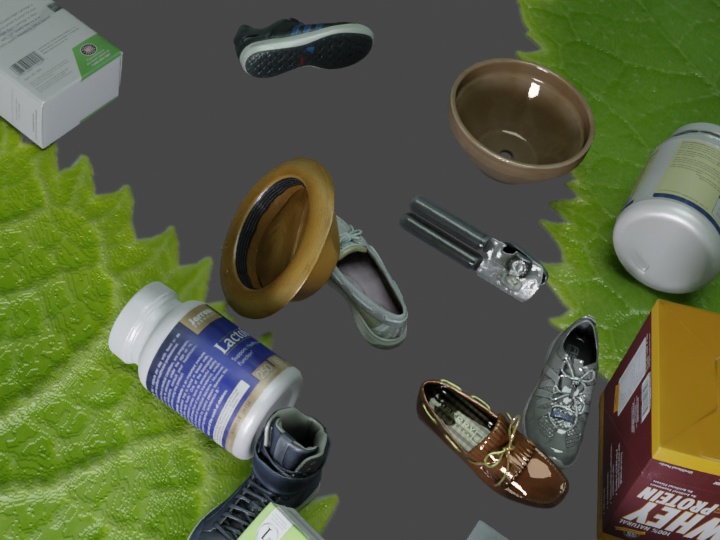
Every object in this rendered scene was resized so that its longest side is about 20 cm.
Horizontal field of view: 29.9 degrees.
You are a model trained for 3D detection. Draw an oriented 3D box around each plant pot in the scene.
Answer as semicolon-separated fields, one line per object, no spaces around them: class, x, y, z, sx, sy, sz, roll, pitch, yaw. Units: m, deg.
plant pot;0.207;-0.182;1.812;0.198;0.093;0.203;7;50;-8

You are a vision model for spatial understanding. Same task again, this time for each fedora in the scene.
fedora;-0.081;-0.030;1.598;0.081;0.200;0.203;27;39;-41

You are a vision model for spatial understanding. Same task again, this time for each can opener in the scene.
can opener;0.147;-0.031;1.716;0.199;0.054;0.067;32;20;12

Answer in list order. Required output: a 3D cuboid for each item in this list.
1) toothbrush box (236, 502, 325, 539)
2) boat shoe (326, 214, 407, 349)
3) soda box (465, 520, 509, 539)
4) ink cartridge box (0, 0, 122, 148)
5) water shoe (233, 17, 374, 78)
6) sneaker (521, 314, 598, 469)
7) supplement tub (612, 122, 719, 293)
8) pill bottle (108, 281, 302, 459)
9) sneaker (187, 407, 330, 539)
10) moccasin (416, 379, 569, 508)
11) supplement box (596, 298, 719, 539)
toothbrush box;-0.090;0.344;1.269;0.145;0.086;0.200;40;87;19
boat shoe;-0.001;0.001;1.633;0.074;0.065;0.203;-14;56;-24
soda box;0.182;0.353;1.403;0.199;0.064;0.068;33;52;13
ink cartridge box;-0.426;-0.272;1.729;0.199;0.085;0.146;37;53;16
water shoe;-0.078;-0.324;1.866;0.197;0.072;0.079;-11;54;-22
sneaker;0.237;0.136;1.575;0.074;0.082;0.202;16;50;-1
supplement tub;0.424;-0.084;1.755;0.144;0.146;0.201;28;51;9
pill bottle;-0.171;0.105;1.476;0.199;0.116;0.116;34;52;13
sneaker;-0.106;0.228;1.378;0.077;0.147;0.202;37;54;14
moccasin;0.147;0.189;1.504;0.074;0.078;0.201;-43;70;-10
supplement box;0.355;0.182;1.491;0.131;0.201;0.199;13;50;-3
